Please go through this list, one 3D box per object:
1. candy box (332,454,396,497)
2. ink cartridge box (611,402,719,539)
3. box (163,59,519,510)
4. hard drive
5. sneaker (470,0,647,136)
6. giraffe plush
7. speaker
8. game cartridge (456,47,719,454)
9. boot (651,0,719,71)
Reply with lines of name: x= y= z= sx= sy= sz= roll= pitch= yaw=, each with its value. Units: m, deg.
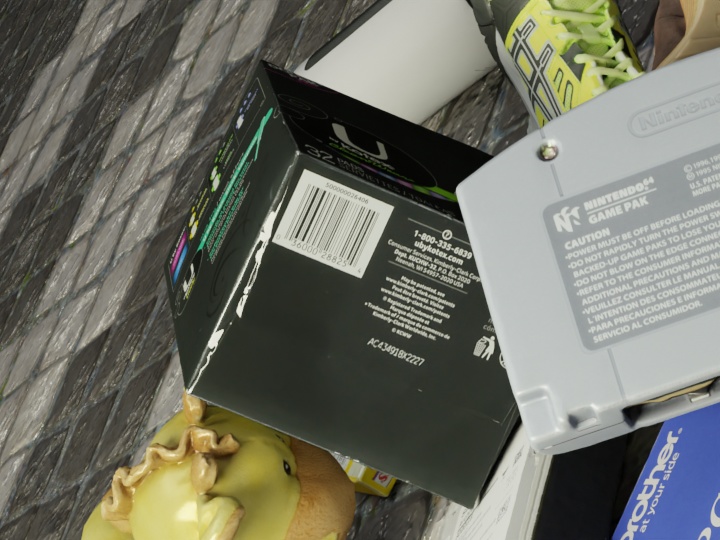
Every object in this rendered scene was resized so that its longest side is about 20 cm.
candy box: x=-0.009 y=0.075 z=1.448 sx=0.102 sy=0.026 sz=0.200 roll=-60 pitch=19 yaw=-12
ink cartridge box: x=0.173 y=0.040 z=1.013 sx=0.200 sy=0.044 sz=0.094 roll=-64 pitch=18 yaw=-13
box: x=0.000 y=0.000 z=1.185 sx=0.124 sy=0.148 sz=0.200 roll=-64 pitch=13 yaw=11
hard drive: x=0.065 y=0.127 z=1.092 sx=0.140 sy=0.038 sz=0.200 roll=-57 pitch=7 yaw=39
sneaker: x=0.111 y=-0.103 z=1.224 sx=0.075 sy=0.200 sz=0.076 roll=-22 pitch=7 yaw=-26
giraffe plush: x=-0.069 y=0.128 z=1.207 sx=0.173 sy=0.200 sz=0.162 roll=48 pitch=131 yaw=33
speaker: x=0.038 y=-0.140 z=1.578 sx=0.200 sy=0.081 sz=0.081 roll=-34 pitch=31 yaw=51
game cartridge: x=0.143 y=-0.020 z=0.974 sx=0.200 sy=0.040 sz=0.134 roll=-19 pitch=66 yaw=9
boot: x=0.160 y=-0.071 z=1.105 sx=0.166 sy=0.072 sz=0.200 roll=69 pitch=-153 yaw=-72
